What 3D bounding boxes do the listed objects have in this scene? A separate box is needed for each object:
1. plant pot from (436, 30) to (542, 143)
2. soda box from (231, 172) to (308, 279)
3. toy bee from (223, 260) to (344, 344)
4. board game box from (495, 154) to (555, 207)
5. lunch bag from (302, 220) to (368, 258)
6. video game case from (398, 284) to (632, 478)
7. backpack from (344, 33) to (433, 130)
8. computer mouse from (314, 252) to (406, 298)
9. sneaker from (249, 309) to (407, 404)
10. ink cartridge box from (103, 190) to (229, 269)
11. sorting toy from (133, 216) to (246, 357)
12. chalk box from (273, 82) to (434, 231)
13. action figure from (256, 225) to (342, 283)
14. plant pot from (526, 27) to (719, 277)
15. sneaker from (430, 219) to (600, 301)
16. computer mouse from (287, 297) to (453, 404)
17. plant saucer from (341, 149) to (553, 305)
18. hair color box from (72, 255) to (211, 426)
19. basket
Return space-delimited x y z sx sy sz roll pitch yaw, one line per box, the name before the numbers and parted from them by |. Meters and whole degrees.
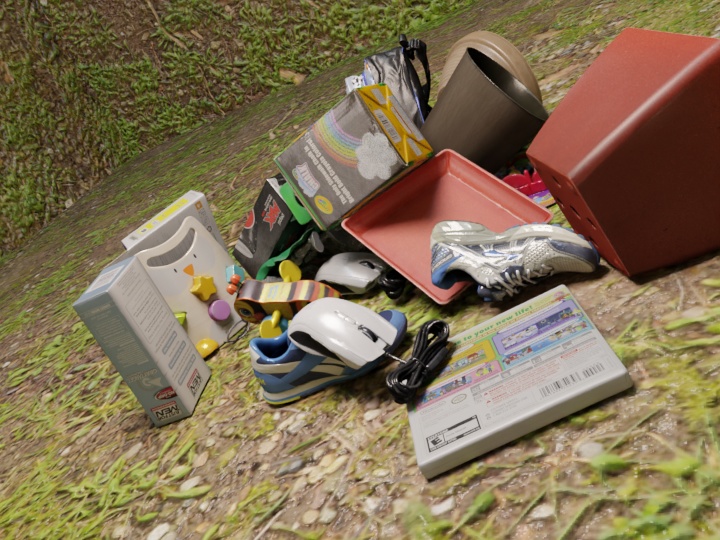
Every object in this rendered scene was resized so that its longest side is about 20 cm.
plant pot | 0.189 -0.270 1.256 0.092 0.202 0.200 -34 22 -23
soda box | -0.132 -0.067 1.204 0.063 0.071 0.200 -31 -15 -39
toy bee | -0.128 0.050 1.061 0.199 0.109 0.132 -27 40 13
board game box | 0.235 -0.139 1.135 0.157 0.039 0.200 -34 23 -12
lunch bag | -0.017 -0.100 1.258 0.199 0.118 0.164 0 32 39
video game case | 0.136 0.100 0.755 0.199 0.022 0.182 -27 22 8
backpack | 0.061 -0.262 1.320 0.153 0.202 0.190 -11 -6 14
computer mouse | 0.000 0.000 1.088 0.199 0.044 0.110 -6 31 44
sneaker | -0.041 0.086 0.918 0.198 0.083 0.074 -24 21 7
ink cartridge box | -0.293 0.011 1.229 0.047 0.199 0.200 20 49 41
sorting toy | -0.255 0.023 1.183 0.200 0.181 0.106 -42 26 -30
chalk box | -0.023 -0.143 1.069 0.199 0.125 0.124 -35 1 28
action figure | -0.105 -0.009 1.183 0.118 0.055 0.200 -30 -5 -42
plant pot | 0.295 -0.113 0.822 0.176 0.200 0.200 -36 21 6
sneaker | 0.169 -0.001 0.885 0.198 0.077 0.086 3 66 30
computer mouse | -0.003 0.069 0.833 0.199 0.044 0.110 16 47 35
plant saucer | 0.111 -0.054 1.010 0.199 0.037 0.199 -37 52 -19
hair color box | -0.282 0.094 1.030 0.060 0.201 0.099 -21 22 17
basket | 0.154 -0.192 1.140 0.201 0.135 0.181 -53 40 26
